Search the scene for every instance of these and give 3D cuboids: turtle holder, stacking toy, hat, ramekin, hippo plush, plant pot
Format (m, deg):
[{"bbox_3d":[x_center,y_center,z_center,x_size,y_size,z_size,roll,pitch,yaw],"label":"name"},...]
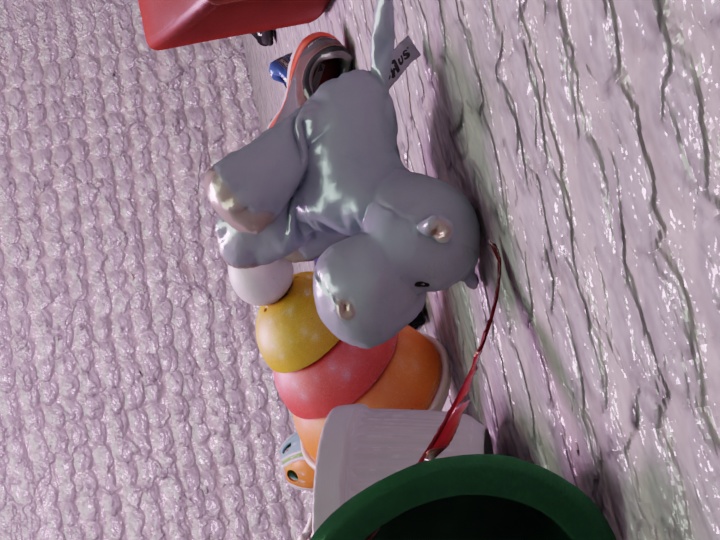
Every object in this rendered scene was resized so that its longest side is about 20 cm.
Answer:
[{"bbox_3d":[-0.125,0.422,2.473,0.142,0.129,0.187,85,170,-48],"label":"turtle holder"},{"bbox_3d":[-0.032,0.049,0.836,0.201,0.145,0.147,53,-175,-27],"label":"stacking toy"},{"bbox_3d":[0.050,0.131,0.600,0.166,0.199,0.176,52,-171,-19],"label":"hat"},{"bbox_3d":[0.040,0.188,0.710,0.200,0.103,0.204,-6,-90,-79],"label":"ramekin"},{"bbox_3d":[0.012,-0.036,0.719,0.161,0.200,0.159,47,-179,21],"label":"hippo plush"},{"bbox_3d":[-0.123,-0.338,1.072,0.176,0.197,0.203,-153,51,-66],"label":"plant pot"}]

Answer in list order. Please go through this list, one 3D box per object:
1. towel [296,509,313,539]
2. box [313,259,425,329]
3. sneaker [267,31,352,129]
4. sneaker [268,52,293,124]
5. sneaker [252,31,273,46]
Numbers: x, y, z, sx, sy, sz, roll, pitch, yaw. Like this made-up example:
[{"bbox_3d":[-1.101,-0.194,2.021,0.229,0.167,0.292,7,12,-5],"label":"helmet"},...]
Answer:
[{"bbox_3d":[-0.011,0.253,0.896,0.032,0.190,0.202,36,110,26],"label":"towel"},{"bbox_3d":[0.000,0.000,1.031,0.200,0.077,0.144,115,145,-79],"label":"box"},{"bbox_3d":[-0.052,-0.137,1.076,0.082,0.076,0.204,-147,64,-63],"label":"sneaker"},{"bbox_3d":[-0.058,-0.152,1.215,0.077,0.084,0.204,155,103,-83],"label":"sneaker"},{"bbox_3d":[-0.209,-0.460,1.921,0.202,0.086,0.076,-109,10,-45],"label":"sneaker"}]
